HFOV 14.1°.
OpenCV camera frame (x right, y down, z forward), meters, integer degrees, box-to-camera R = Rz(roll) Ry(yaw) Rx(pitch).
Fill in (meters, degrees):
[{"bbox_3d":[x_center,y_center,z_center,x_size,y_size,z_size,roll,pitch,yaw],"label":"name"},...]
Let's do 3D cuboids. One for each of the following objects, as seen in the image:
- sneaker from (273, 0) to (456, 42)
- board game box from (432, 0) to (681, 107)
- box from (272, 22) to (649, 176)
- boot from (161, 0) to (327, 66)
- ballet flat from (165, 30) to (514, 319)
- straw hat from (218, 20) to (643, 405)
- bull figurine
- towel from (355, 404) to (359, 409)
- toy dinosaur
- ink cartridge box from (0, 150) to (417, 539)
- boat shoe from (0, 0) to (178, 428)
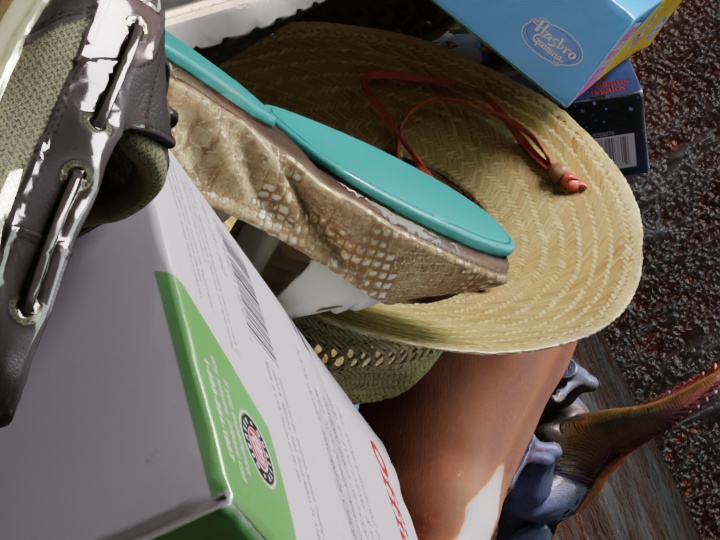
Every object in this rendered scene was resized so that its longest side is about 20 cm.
[{"bbox_3d":[-0.057,-0.140,1.154,0.199,0.067,0.090,3,35,-31],"label":"sneaker"},{"bbox_3d":[0.046,-0.134,1.078,0.153,0.040,0.200,39,17,3],"label":"board game box"},{"bbox_3d":[0.008,-0.071,1.191,0.137,0.199,0.038,-101,-178,-61],"label":"box"},{"bbox_3d":[-0.088,-0.122,0.939,0.200,0.077,0.139,-31,92,-53],"label":"boot"},{"bbox_3d":[-0.037,-0.024,0.881,0.200,0.065,0.071,28,10,-36],"label":"ballet flat"},{"bbox_3d":[0.000,0.000,1.017,0.201,0.200,0.085,-104,-151,-52],"label":"straw hat"},{"bbox_3d":[0.018,0.062,1.081,0.121,0.201,0.065,21,-13,44],"label":"bull figurine"},{"bbox_3d":[0.013,0.122,1.199,0.112,0.048,0.201,57,11,-51],"label":"towel"},{"bbox_3d":[0.084,0.112,1.357,0.182,0.199,0.105,67,30,-58],"label":"toy dinosaur"},{"bbox_3d":[-0.046,0.071,0.826,0.200,0.084,0.147,57,12,-49],"label":"ink cartridge box"},{"bbox_3d":[-0.080,-0.035,0.744,0.065,0.073,0.200,34,48,-9],"label":"boat shoe"}]
